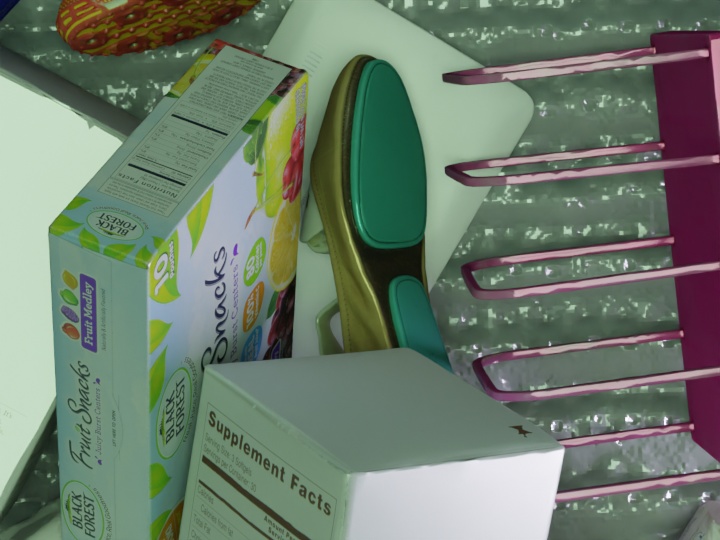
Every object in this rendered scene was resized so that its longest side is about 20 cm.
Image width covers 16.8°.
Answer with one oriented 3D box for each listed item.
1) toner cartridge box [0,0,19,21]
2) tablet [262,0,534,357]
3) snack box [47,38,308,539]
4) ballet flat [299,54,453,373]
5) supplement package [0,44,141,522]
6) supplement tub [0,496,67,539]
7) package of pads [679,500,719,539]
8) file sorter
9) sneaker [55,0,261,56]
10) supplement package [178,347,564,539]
[{"bbox_3d":[-0.176,-0.145,1.143,0.043,0.095,0.200,43,94,-3],"label":"toner cartridge box"},{"bbox_3d":[-0.017,-0.029,1.194,0.130,0.014,0.201,30,96,-3],"label":"tablet"},{"bbox_3d":[-0.079,0.021,1.075,0.053,0.142,0.201,21,136,18],"label":"snack box"},{"bbox_3d":[0.000,0.000,1.152,0.063,0.068,0.202,-17,77,34],"label":"ballet flat"},{"bbox_3d":[-0.176,0.007,1.145,0.121,0.120,0.201,28,95,-3],"label":"supplement package"},{"bbox_3d":[-0.123,0.218,1.162,0.131,0.132,0.201,-32,95,4],"label":"supplement tub"},{"bbox_3d":[0.220,0.220,1.189,0.199,0.068,0.155,27,96,-3],"label":"package of pads"},{"bbox_3d":[0.109,-0.003,1.127,0.124,0.139,0.202,-7,96,-3],"label":"file sorter"},{"bbox_3d":[-0.063,-0.171,1.162,0.199,0.073,0.077,-34,73,0],"label":"sneaker"},{"bbox_3d":[-0.006,0.149,1.056,0.116,0.117,0.202,-3,111,-36],"label":"supplement package"}]
